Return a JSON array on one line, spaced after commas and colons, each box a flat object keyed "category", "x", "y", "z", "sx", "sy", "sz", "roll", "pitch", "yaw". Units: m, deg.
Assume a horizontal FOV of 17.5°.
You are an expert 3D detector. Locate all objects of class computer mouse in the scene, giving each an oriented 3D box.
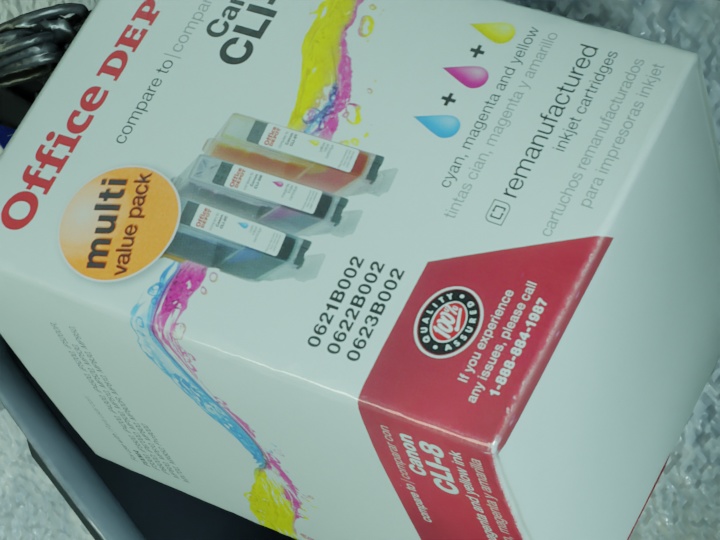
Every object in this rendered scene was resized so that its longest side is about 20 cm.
[{"category": "computer mouse", "x": -0.126, "y": -0.058, "z": 0.847, "sx": 0.140, "sy": 0.200, "sz": 0.046, "roll": -19, "pitch": 93, "yaw": 17}]

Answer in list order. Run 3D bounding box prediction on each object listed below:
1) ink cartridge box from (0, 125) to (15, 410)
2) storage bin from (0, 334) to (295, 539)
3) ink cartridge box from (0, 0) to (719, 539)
[{"category": "ink cartridge box", "x": -0.151, "y": 0.004, "z": 0.981, "sx": 0.044, "sy": 0.094, "sz": 0.200, "roll": 53, "pitch": 133, "yaw": 13}, {"category": "storage bin", "x": -0.048, "y": 0.074, "z": 0.900, "sx": 0.200, "sy": 0.145, "sz": 0.134, "roll": 50, "pitch": 159, "yaw": 16}, {"category": "ink cartridge box", "x": 0.000, "y": 0.000, "z": 0.752, "sx": 0.199, "sy": 0.146, "sz": 0.145, "roll": 18, "pitch": 156, "yaw": 26}]
